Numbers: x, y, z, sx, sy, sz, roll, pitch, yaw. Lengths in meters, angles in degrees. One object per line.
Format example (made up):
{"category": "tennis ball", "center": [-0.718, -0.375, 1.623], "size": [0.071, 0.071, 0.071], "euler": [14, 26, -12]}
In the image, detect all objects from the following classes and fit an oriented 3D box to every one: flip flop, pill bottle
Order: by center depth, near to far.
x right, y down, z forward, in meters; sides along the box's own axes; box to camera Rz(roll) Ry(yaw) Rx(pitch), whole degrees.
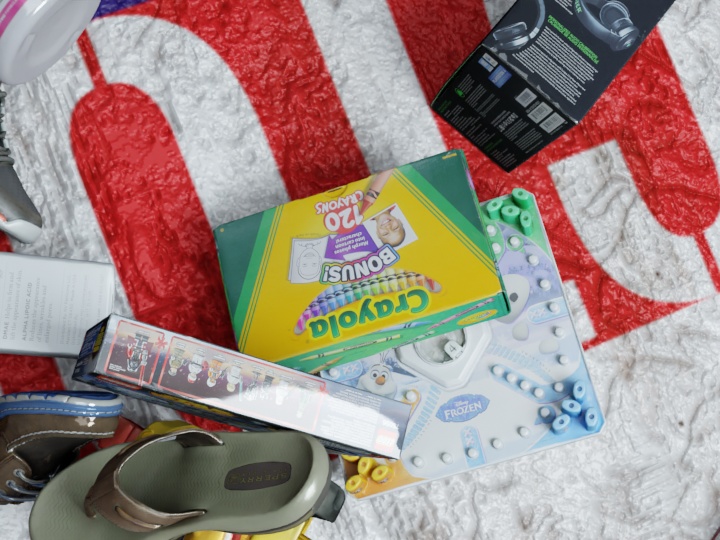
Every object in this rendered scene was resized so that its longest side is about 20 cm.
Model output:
{"category": "flip flop", "center": [-0.115, 0.129, 0.641], "size": [0.199, 0.058, 0.081], "euler": [-11, 55, 20]}
{"category": "pill bottle", "center": [-0.304, -0.245, 0.802], "size": [0.200, 0.113, 0.113], "euler": [41, 79, -2]}

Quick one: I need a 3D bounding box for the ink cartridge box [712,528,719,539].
{"category": "ink cartridge box", "center": [0.368, 0.295, 0.856], "size": [0.200, 0.083, 0.147], "euler": [39, 79, -2]}

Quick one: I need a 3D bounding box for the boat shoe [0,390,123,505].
{"category": "boat shoe", "center": [-0.229, 0.125, 0.742], "size": [0.072, 0.200, 0.073], "euler": [8, 73, -43]}

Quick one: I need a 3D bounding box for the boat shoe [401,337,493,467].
{"category": "boat shoe", "center": [0.098, 0.079, 0.849], "size": [0.072, 0.065, 0.200], "euler": [44, 79, -2]}

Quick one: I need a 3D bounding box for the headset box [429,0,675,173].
{"category": "headset box", "center": [0.165, -0.195, 0.835], "size": [0.093, 0.174, 0.200], "euler": [40, 80, -3]}

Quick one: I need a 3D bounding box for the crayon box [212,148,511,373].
{"category": "crayon box", "center": [0.000, 0.000, 0.798], "size": [0.199, 0.058, 0.119], "euler": [-18, 69, 7]}

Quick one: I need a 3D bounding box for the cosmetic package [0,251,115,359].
{"category": "cosmetic package", "center": [-0.281, 0.023, 0.768], "size": [0.199, 0.102, 0.074], "euler": [4, 83, -15]}

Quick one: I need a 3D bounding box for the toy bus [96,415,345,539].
{"category": "toy bus", "center": [-0.119, 0.163, 0.746], "size": [0.192, 0.200, 0.136], "euler": [33, 79, 4]}

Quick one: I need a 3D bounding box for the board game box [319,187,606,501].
{"category": "board game box", "center": [0.062, 0.052, 0.812], "size": [0.199, 0.026, 0.201], "euler": [-17, 70, 8]}

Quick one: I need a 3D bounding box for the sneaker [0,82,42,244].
{"category": "sneaker", "center": [-0.296, -0.111, 0.806], "size": [0.082, 0.077, 0.200], "euler": [-40, 91, -12]}

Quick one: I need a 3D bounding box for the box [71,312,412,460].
{"category": "box", "center": [-0.083, 0.080, 0.704], "size": [0.199, 0.137, 0.040], "euler": [19, 77, -18]}
